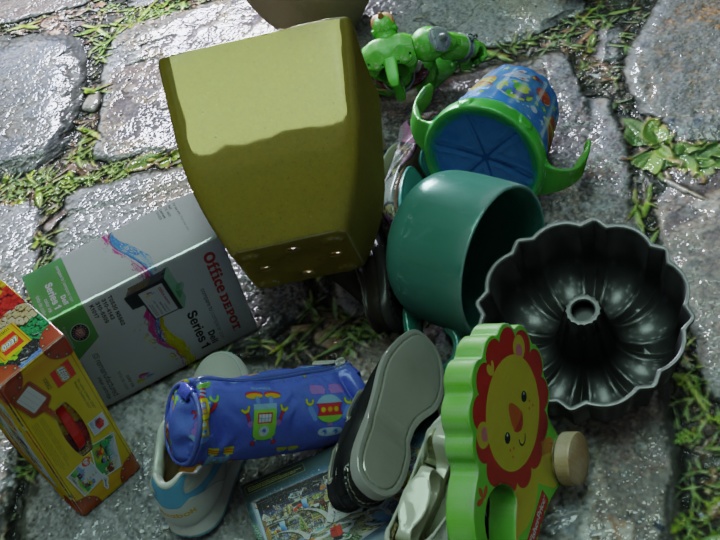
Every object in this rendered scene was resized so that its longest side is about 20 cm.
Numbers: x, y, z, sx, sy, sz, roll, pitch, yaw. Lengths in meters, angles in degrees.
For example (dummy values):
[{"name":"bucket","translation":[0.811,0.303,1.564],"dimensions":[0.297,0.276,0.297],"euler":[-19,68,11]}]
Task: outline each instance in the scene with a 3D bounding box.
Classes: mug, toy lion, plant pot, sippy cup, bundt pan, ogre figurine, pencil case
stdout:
[{"name":"mug","translation":[0.086,-0.010,1.328],"dimensions":[0.113,0.153,0.185],"euler":[17,55,36]},{"name":"toy lion","translation":[0.115,0.154,1.120],"dimensions":[0.068,0.192,0.202],"euler":[-3,48,34]},{"name":"plant pot","translation":[-0.061,-0.372,1.740],"dimensions":[0.197,0.135,0.202],"euler":[-9,44,9]},{"name":"sippy cup","translation":[0.153,-0.151,1.468],"dimensions":[0.139,0.178,0.131],"euler":[-33,16,42]},{"name":"plant pot","translation":[-0.072,-0.099,1.343],"dimensions":[0.191,0.196,0.203],"euler":[-11,72,7]},{"name":"bundt pan","translation":[0.209,0.055,1.264],"dimensions":[0.199,0.076,0.204],"euler":[-6,57,9]},{"name":"ogre figurine","translation":[0.044,-0.242,1.589],"dimensions":[0.197,0.120,0.100],"euler":[5,84,12]},{"name":"pencil case","translation":[-0.081,0.128,1.244],"dimensions":[0.198,0.088,0.078],"euler":[-4,14,-32]}]

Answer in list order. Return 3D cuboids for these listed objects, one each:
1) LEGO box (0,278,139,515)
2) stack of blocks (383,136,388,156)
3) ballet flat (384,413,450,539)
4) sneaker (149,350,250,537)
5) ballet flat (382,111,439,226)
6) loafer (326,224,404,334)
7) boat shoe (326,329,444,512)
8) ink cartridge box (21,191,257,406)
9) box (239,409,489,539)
[{"name":"LEGO box","translation":[-0.312,0.117,1.302],"dimensions":[0.077,0.201,0.148],"euler":[-40,48,-21]},{"name":"stack of blocks","translation":[-0.075,-0.140,1.534],"dimensions":[0.198,0.116,0.059],"euler":[-21,44,-3]},{"name":"ballet flat","translation":[0.069,0.176,1.161],"dimensions":[0.069,0.070,0.201],"euler":[8,50,25]},{"name":"sneaker","translation":[-0.148,0.150,1.302],"dimensions":[0.075,0.081,0.202],"euler":[-6,44,15]},{"name":"ballet flat","translation":[0.048,-0.099,1.498],"dimensions":[0.070,0.069,0.201],"euler":[-15,37,30]},{"name":"loafer","translation":[0.000,0.000,1.415],"dimensions":[0.071,0.073,0.201],"euler":[-25,39,7]},{"name":"boat shoe","translation":[0.022,0.134,1.219],"dimensions":[0.060,0.074,0.201],"euler":[-35,23,39]},{"name":"ink cartridge box","translation":[-0.222,0.033,1.393],"dimensions":[0.198,0.146,0.084],"euler":[-27,45,-9]},{"name":"box","translation":[0.003,0.216,1.218],"dimensions":[0.198,0.038,0.137],"euler":[-22,44,-3]}]
